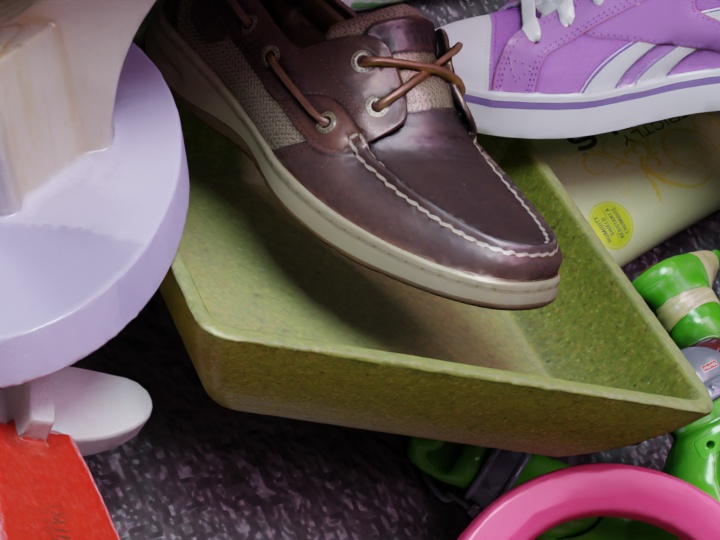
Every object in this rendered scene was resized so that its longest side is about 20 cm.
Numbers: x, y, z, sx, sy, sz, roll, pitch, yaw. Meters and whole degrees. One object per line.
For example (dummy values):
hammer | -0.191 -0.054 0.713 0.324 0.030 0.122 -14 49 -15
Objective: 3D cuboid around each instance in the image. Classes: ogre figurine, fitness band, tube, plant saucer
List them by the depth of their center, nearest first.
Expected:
fitness band | 0.095 0.167 0.990 0.143 0.037 0.201 -7 79 -6
plant saucer | 0.000 0.000 1.006 0.200 0.048 0.200 10 29 -26
ogre figurine | 0.124 0.060 1.074 0.200 0.098 0.120 -19 71 -44
tube | 0.127 -0.045 1.166 0.200 0.058 0.052 -23 120 -36

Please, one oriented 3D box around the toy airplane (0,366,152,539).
toy airplane | -0.112 0.111 0.874 0.200 0.141 0.199 30 24 17

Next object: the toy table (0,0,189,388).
toy table | -0.125 -0.068 0.908 0.183 0.117 0.200 -16 35 -10

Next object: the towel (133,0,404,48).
towel | -0.005 -0.157 1.076 0.200 0.153 0.023 -17 47 -40

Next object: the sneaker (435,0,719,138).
sneaker | 0.112 -0.118 1.075 0.200 0.115 0.073 -8 30 2

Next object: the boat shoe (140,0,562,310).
boat shoe | 0.001 -0.061 0.983 0.072 0.072 0.200 -4 37 -44
